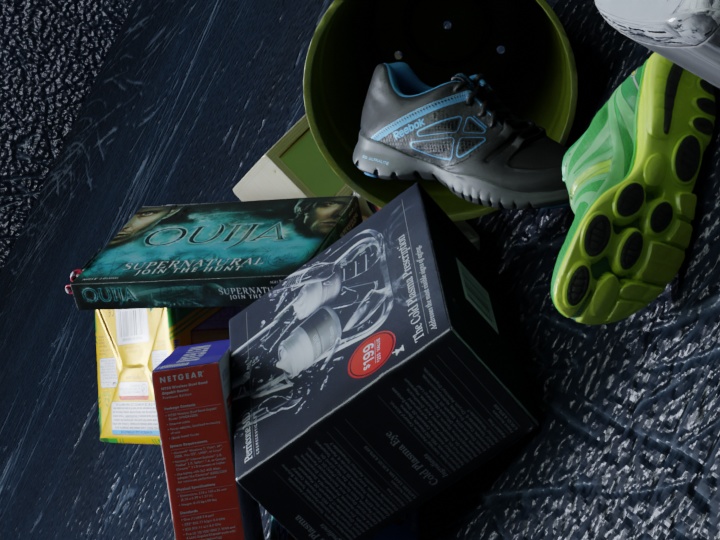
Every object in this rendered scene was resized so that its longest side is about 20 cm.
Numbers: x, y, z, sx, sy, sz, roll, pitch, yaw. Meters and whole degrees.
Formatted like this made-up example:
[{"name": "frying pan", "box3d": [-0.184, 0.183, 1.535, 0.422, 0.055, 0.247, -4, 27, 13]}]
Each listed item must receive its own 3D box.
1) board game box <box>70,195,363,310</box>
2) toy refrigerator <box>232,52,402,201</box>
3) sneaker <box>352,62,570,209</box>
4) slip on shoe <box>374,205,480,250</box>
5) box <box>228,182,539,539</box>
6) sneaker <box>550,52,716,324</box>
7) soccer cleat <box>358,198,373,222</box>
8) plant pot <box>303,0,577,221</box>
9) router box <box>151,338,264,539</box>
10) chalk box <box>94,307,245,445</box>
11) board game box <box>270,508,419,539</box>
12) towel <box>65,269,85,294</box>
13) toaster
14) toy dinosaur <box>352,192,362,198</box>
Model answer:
[{"name": "board game box", "box3d": [-0.111, -0.014, 1.469, 0.198, 0.028, 0.135, -2, 28, 23]}, {"name": "toy refrigerator", "box3d": [-0.016, -0.111, 1.602, 0.070, 0.076, 0.200, -42, 4, 48]}, {"name": "sneaker", "box3d": [0.082, -0.092, 1.291, 0.073, 0.198, 0.083, -15, -65, -59]}, {"name": "slip on shoe", "box3d": [0.044, -0.029, 1.468, 0.200, 0.073, 0.062, -121, 45, -67]}, {"name": "box", "box3d": [0.009, 0.069, 1.295, 0.182, 0.104, 0.201, -37, 27, 15]}, {"name": "sneaker", "box3d": [0.165, -0.045, 1.167, 0.083, 0.074, 0.201, -28, 31, 56]}, {"name": "soccer cleat", "box3d": [0.000, 0.000, 1.494, 0.200, 0.069, 0.078, -104, 4, -72]}, {"name": "plant pot", "box3d": [0.064, -0.165, 1.436, 0.201, 0.199, 0.193, -56, 8, 21]}, {"name": "router box", "box3d": [-0.106, 0.148, 1.353, 0.200, 0.048, 0.182, -103, 5, -88]}, {"name": "chalk box", "box3d": [-0.107, 0.078, 1.564, 0.124, 0.199, 0.125, -7, 85, 51]}, {"name": "board game box", "box3d": [-0.014, 0.204, 1.358, 0.152, 0.045, 0.201, -53, 22, 31]}, {"name": "towel", "box3d": [-0.130, 0.006, 1.571, 0.145, 0.198, 0.023, 11, -105, -73]}, {"name": "toaster", "box3d": [0.221, -0.160, 1.061, 0.115, 0.128, 0.200, -65, 19, 6]}, {"name": "toy dinosaur", "box3d": [-0.026, -0.039, 1.683, 0.200, 0.076, 0.103, 57, 134, 45]}]
